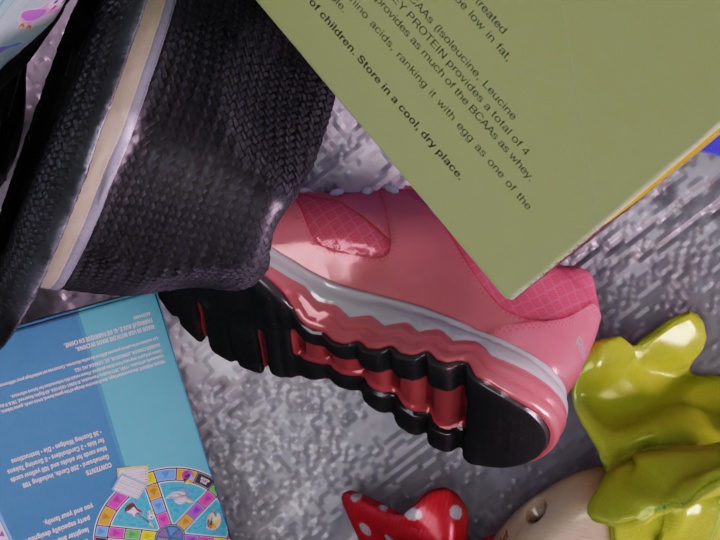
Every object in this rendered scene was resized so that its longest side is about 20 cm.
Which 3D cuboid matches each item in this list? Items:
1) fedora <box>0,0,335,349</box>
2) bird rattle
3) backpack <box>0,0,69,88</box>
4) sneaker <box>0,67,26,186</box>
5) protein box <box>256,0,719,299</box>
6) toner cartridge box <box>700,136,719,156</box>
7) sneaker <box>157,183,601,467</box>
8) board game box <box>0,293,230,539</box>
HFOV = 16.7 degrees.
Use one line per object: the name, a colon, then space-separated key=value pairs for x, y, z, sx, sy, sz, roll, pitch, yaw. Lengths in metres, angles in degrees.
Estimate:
fedora: x=-0.062 y=-0.050 z=0.846 sx=0.091 sy=0.201 sz=0.201 roll=20 pitch=104 yaw=-11
bird rattle: x=0.094 y=0.125 z=0.956 sx=0.200 sy=0.113 sz=0.163 roll=-42 pitch=116 yaw=13
backpack: x=-0.133 y=-0.145 z=0.745 sx=0.126 sy=0.167 sz=0.200 roll=3 pitch=143 yaw=-33
sneaker: x=-0.162 y=-0.028 z=0.884 sx=0.073 sy=0.112 sz=0.201 roll=19 pitch=61 yaw=3
protein box: x=0.072 y=-0.140 z=0.747 sx=0.199 sy=0.135 sz=0.200 roll=50 pitch=135 yaw=2
toner cartridge box: x=0.060 y=-0.111 z=0.891 sx=0.199 sy=0.043 sz=0.095 roll=16 pitch=104 yaw=16
sneaker: x=0.000 y=0.000 z=0.941 sx=0.199 sy=0.087 sz=0.074 roll=26 pitch=148 yaw=14
board game box: x=-0.112 y=0.121 z=0.903 sx=0.047 sy=0.151 sz=0.201 roll=-18 pitch=89 yaw=41
